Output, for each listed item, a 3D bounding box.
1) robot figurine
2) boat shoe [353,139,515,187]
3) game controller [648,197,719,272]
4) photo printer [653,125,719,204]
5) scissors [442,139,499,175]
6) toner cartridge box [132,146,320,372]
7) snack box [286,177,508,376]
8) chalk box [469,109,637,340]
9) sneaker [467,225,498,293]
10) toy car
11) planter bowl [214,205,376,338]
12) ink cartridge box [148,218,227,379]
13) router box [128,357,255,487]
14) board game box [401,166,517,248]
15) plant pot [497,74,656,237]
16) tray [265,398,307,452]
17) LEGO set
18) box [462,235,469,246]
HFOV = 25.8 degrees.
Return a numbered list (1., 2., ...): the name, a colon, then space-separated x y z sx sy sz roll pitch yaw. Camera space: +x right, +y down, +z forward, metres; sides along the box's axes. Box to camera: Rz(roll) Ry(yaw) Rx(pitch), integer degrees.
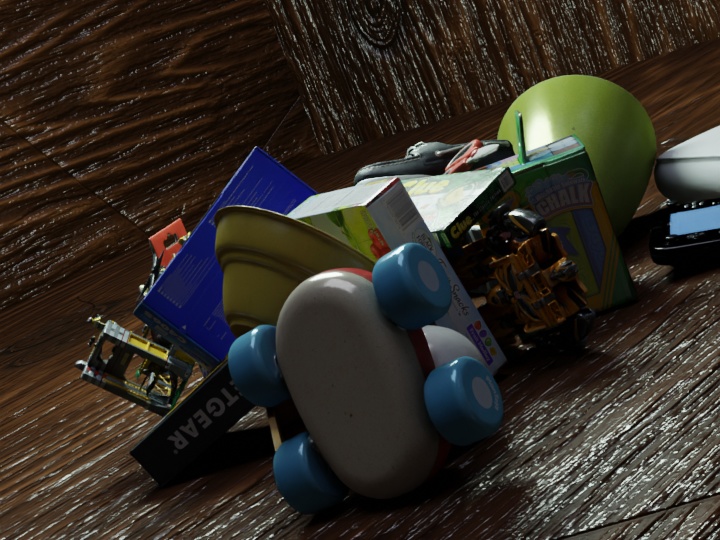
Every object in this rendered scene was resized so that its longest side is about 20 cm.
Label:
1. robot figurine: 0.131 0.019 1.419 0.058 0.146 0.200 -32 4 -26
2. boat shoe: 0.079 -0.106 1.676 0.199 0.061 0.076 -2 -19 -29
3. game controller: 0.344 -0.043 1.581 0.104 0.042 0.200 -19 10 15
4. photo printer: 0.443 -0.129 1.761 0.166 0.070 0.200 -24 9 -14
5. scissors: 0.113 -0.116 1.531 0.073 0.014 0.200 -50 4 -21
6. toner cartridge box: -0.121 -0.012 1.503 0.200 0.095 0.043 -55 6 -25
7. snack box: 0.027 0.020 1.416 0.053 0.201 0.142 -41 18 -30
8. chalk box: 0.174 -0.055 1.528 0.123 0.201 0.124 -20 8 7
9. sneaker: 0.125 -0.017 1.820 0.199 0.079 0.090 -9 8 46
10. toy car: 0.036 0.077 1.243 0.184 0.178 0.200 -29 -9 30
11. planter bowl: -0.053 0.034 1.331 0.200 0.200 0.084 -6 53 59
12. ink cartridge box: -0.159 0.039 1.734 0.050 0.201 0.109 -18 9 16
13. router box: -0.115 0.107 1.505 0.200 0.051 0.149 -42 1 22
14. board game box: 0.044 -0.053 1.468 0.199 0.024 0.105 -5 30 50
15. plant pot: 0.239 -0.093 1.765 0.186 0.188 0.200 -18 26 19
16. tray: -0.030 0.135 1.410 0.098 0.037 0.200 -22 8 -3
17. LEGO set: -0.213 0.044 1.611 0.201 0.115 0.154 -59 12 26
18. box: 0.000 0.000 1.612 0.199 0.087 0.164 -17 8 19
